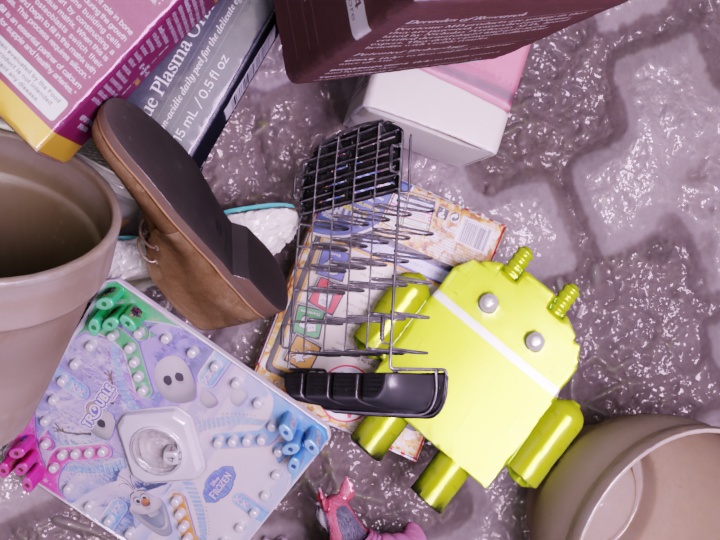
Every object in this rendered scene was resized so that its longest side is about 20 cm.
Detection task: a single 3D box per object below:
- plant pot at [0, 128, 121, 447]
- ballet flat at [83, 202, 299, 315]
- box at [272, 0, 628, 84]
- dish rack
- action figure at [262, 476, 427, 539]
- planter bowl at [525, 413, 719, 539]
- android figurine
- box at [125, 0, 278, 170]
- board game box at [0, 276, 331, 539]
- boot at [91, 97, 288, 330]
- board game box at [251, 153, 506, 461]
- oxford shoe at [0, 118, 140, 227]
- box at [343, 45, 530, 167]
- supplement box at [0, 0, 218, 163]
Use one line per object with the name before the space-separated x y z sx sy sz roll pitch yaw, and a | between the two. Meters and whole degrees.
plant pot | -0.272 0.022 0.697 0.196 0.201 0.176 13 121 -7
ballet flat | -0.139 -0.001 0.795 0.196 0.072 0.073 -10 92 2
box | 0.047 -0.219 0.606 0.161 0.199 0.170 -10 91 -22
dish rack | 0.000 0.000 0.730 0.054 0.152 0.205 8 81 -34
action figure | -0.001 0.258 0.784 0.131 0.149 0.204 -18 106 0
planter bowl | 0.209 0.198 0.794 0.196 0.134 0.205 -5 102 -22
android figurine | 0.086 0.077 0.783 0.181 0.041 0.201 40 88 5
box | -0.165 -0.201 0.768 0.198 0.117 0.199 31 87 -5
board game box | -0.153 0.136 0.771 0.198 0.026 0.201 35 116 -6
boot | -0.130 -0.027 0.701 0.074 0.074 0.201 -21 130 18
board game box | 0.011 0.029 0.826 0.149 0.046 0.203 23 88 -7
oxford shoe | -0.253 -0.089 0.785 0.198 0.075 0.058 29 109 -6
box | 0.072 -0.195 0.789 0.107 0.128 0.204 18 89 -8
supplement box | -0.176 -0.188 0.656 0.131 0.103 0.200 45 87 -6
